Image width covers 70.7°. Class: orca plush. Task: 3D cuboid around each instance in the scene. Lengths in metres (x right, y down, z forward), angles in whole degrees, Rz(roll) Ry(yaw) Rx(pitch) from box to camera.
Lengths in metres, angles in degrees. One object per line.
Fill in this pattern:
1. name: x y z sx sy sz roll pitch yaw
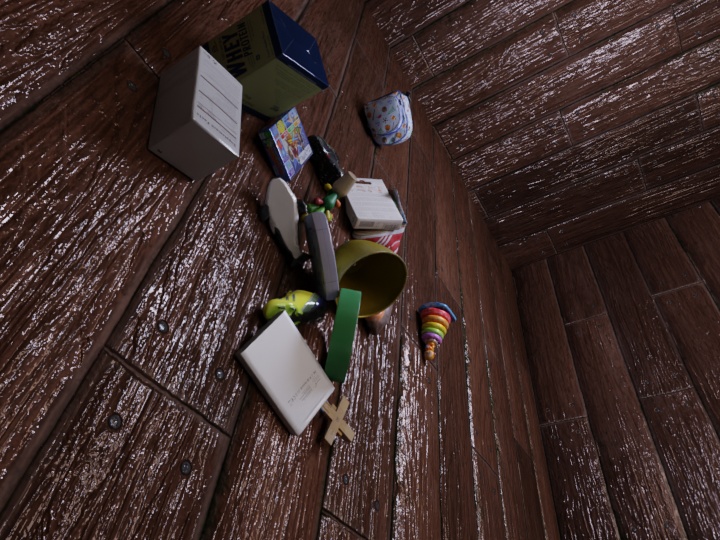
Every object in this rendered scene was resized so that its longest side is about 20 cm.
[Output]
1. orca plush: -0.166 -0.114 1.169 0.200 0.105 0.071 60 -5 -12

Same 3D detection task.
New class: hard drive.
1. hard drive: -0.139 0.196 0.978 0.132 0.027 0.200 -47 115 -42

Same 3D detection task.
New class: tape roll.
1. tape roll: -0.040 0.140 1.105 0.200 0.048 0.201 -170 -90 -89

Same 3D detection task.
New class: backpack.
1. backpack: 0.114 -0.590 1.995 0.154 0.199 0.191 -39 113 -59

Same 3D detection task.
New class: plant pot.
1. plant pot: 0.000 0.000 1.308 0.200 0.200 0.142 43 7 -43

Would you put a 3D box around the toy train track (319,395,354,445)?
1. toy train track: -0.084 0.287 1.064 0.200 0.032 0.115 54 35 -18

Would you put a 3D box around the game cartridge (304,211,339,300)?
1. game cartridge: -0.090 -0.033 1.171 0.133 0.040 0.201 -171 -109 -77

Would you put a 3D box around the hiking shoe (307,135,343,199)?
1. hiking shoe: -0.083 -0.306 1.481 0.201 0.076 0.101 63 28 -10

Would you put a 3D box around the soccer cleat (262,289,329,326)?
1. soccer cleat: -0.147 0.077 1.085 0.084 0.065 0.200 46 20 25

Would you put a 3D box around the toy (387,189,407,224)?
1. toy: 0.088 -0.208 1.693 0.200 0.047 0.116 -145 -145 -74

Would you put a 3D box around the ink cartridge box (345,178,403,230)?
1. ink cartridge box: 0.025 -0.209 1.577 0.160 0.050 0.200 -1 45 -27

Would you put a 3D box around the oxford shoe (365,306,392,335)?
1. oxford shoe: 0.058 0.115 1.464 0.200 0.071 0.073 -48 133 -58

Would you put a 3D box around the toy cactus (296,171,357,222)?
1. toy cactus: -0.080 -0.193 1.311 0.102 0.165 0.200 46 21 0

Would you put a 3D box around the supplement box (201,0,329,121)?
1. supplement box: -0.218 -0.478 1.190 0.200 0.199 0.135 4 68 -63

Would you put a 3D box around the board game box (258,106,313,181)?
1. board game box: -0.187 -0.325 1.304 0.200 0.034 0.136 -69 143 -56

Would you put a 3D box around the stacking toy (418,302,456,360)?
1. stacking toy: 0.246 0.218 1.734 0.110 0.116 0.200 49 45 -36

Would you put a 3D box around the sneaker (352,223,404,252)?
1. sneaker: 0.053 -0.085 1.589 0.199 0.071 0.113 -11 124 -37

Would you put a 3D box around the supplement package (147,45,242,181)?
1. supplement package: -0.307 -0.295 0.963 0.117 0.117 0.201 37 39 -49
